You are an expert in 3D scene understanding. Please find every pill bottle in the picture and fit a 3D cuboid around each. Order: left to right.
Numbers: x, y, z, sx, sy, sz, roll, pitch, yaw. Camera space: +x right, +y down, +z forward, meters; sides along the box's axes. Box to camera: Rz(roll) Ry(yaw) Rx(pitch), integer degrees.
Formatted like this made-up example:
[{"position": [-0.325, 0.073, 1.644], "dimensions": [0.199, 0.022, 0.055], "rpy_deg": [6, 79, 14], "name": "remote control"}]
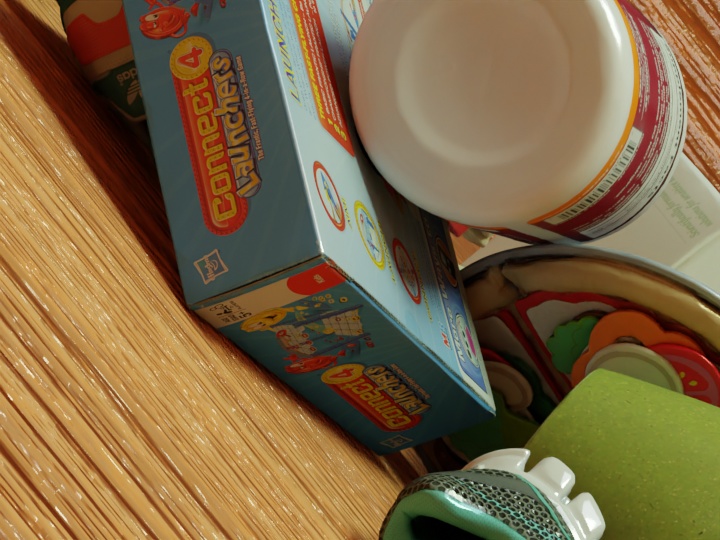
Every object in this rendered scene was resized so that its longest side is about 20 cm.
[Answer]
[{"position": [0.073, -0.068, 1.129], "dimensions": [0.113, 0.113, 0.200], "rpy_deg": [52, 10, 12], "name": "pill bottle"}]

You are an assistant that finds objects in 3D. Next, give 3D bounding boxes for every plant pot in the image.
[{"position": [0.144, 0.135, 1.070], "dimensions": [0.200, 0.188, 0.187], "rpy_deg": [39, 2, 12], "name": "plant pot"}]

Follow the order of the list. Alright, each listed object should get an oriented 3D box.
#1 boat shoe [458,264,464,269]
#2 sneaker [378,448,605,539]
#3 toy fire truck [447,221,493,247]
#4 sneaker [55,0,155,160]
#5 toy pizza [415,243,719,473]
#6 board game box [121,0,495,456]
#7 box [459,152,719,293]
[{"position": [0.059, 0.061, 1.303], "dimensions": [0.068, 0.075, 0.200], "rpy_deg": [47, 1, 33], "name": "boat shoe"}, {"position": [0.072, 0.144, 0.925], "dimensions": [0.200, 0.078, 0.091], "rpy_deg": [50, 19, 27], "name": "sneaker"}, {"position": [0.031, -0.055, 1.392], "dimensions": [0.141, 0.049, 0.200], "rpy_deg": [43, -6, 24], "name": "toy fire truck"}, {"position": [-0.079, -0.077, 1.190], "dimensions": [0.200, 0.070, 0.094], "rpy_deg": [43, 27, -73], "name": "sneaker"}, {"position": [0.105, 0.077, 1.166], "dimensions": [0.200, 0.200, 0.032], "rpy_deg": [50, 43, -13], "name": "toy pizza"}, {"position": [-0.024, -0.050, 1.087], "dimensions": [0.196, 0.056, 0.201], "rpy_deg": [43, 30, -60], "name": "board game box"}, {"position": [0.169, 0.054, 1.656], "dimensions": [0.171, 0.200, 0.199], "rpy_deg": [47, 7, -23], "name": "box"}]
